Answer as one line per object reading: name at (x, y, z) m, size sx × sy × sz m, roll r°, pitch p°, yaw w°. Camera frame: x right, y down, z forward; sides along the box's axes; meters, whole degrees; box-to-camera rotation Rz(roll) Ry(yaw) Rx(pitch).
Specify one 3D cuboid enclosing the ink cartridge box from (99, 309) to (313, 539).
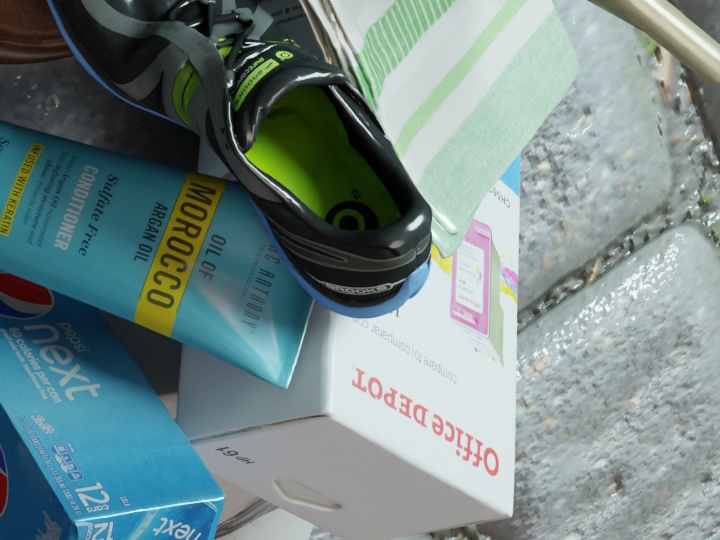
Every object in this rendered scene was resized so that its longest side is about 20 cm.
ink cartridge box at (-0.092, 0.102, 1.016) m, size 0.146 × 0.083 × 0.201 m, roll -12°, pitch 132°, yaw -43°

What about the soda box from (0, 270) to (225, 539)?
soda box at (-0.132, 0.057, 0.874) m, size 0.067 × 0.200 × 0.065 m, roll -6°, pitch 129°, yaw -32°

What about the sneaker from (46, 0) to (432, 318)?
sneaker at (-0.041, -0.071, 0.803) m, size 0.071 × 0.200 × 0.083 m, roll -40°, pitch 172°, yaw -22°

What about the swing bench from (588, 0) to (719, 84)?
swing bench at (0.102, -0.216, 0.803) m, size 0.200 × 0.130 × 0.200 m, roll 34°, pitch 92°, yaw -44°

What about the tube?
tube at (-0.109, -0.020, 0.843) m, size 0.050 × 0.199 × 0.078 m, roll 77°, pitch 32°, yaw -77°

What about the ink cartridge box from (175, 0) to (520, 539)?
ink cartridge box at (0.000, 0.000, 0.921) m, size 0.084 × 0.202 × 0.144 m, roll -12°, pitch 152°, yaw 33°

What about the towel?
towel at (0.024, -0.127, 0.875) m, size 0.153 × 0.023 × 0.201 m, roll -53°, pitch 126°, yaw -40°

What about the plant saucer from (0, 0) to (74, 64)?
plant saucer at (-0.114, -0.160, 0.828) m, size 0.199 × 0.035 × 0.201 m, roll -21°, pitch 134°, yaw -23°
